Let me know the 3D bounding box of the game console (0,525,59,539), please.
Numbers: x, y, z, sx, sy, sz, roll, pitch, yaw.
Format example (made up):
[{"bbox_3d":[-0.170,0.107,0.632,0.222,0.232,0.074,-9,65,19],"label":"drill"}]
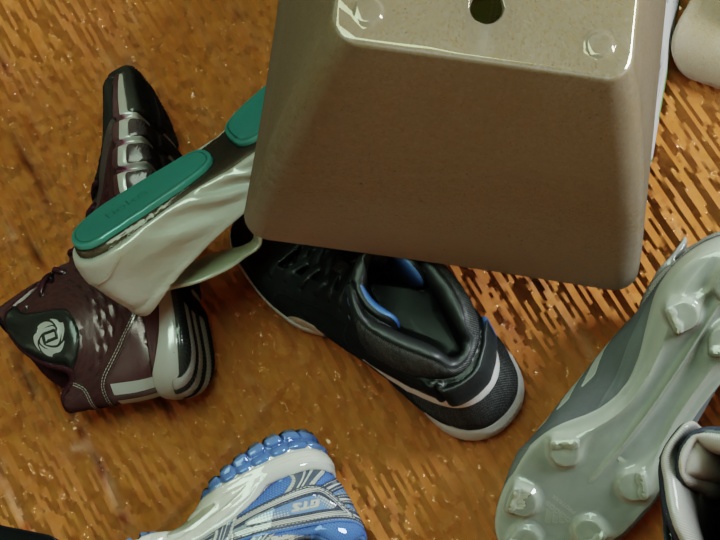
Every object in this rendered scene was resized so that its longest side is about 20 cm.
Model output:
[{"bbox_3d":[-0.270,0.200,1.248,0.172,0.119,0.201,4,65,44],"label":"game console"}]

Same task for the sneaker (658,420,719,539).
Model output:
[{"bbox_3d":[0.202,0.077,1.161,0.076,0.146,0.204,13,68,23],"label":"sneaker"}]

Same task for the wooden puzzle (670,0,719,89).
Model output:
[{"bbox_3d":[0.285,-0.171,1.307,0.184,0.046,0.201,22,74,24],"label":"wooden puzzle"}]

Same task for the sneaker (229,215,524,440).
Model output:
[{"bbox_3d":[0.000,0.000,1.273,0.200,0.112,0.073,36,78,27],"label":"sneaker"}]

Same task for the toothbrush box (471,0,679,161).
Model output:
[{"bbox_3d":[0.069,-0.146,1.336,0.198,0.086,0.147,5,69,17],"label":"toothbrush box"}]

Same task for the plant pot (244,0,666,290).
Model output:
[{"bbox_3d":[0.057,-0.125,1.160,0.198,0.177,0.201,8,71,-1],"label":"plant pot"}]

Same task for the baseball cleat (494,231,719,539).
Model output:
[{"bbox_3d":[0.143,0.063,1.232,0.070,0.106,0.200,39,108,-1],"label":"baseball cleat"}]

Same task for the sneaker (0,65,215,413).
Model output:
[{"bbox_3d":[-0.153,-0.014,1.348,0.115,0.076,0.201,-17,63,12],"label":"sneaker"}]

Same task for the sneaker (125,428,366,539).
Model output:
[{"bbox_3d":[-0.081,0.170,1.240,0.200,0.077,0.085,-40,65,-4],"label":"sneaker"}]

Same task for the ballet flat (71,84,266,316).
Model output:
[{"bbox_3d":[-0.058,-0.048,1.278,0.199,0.070,0.070,-36,61,-2],"label":"ballet flat"}]
